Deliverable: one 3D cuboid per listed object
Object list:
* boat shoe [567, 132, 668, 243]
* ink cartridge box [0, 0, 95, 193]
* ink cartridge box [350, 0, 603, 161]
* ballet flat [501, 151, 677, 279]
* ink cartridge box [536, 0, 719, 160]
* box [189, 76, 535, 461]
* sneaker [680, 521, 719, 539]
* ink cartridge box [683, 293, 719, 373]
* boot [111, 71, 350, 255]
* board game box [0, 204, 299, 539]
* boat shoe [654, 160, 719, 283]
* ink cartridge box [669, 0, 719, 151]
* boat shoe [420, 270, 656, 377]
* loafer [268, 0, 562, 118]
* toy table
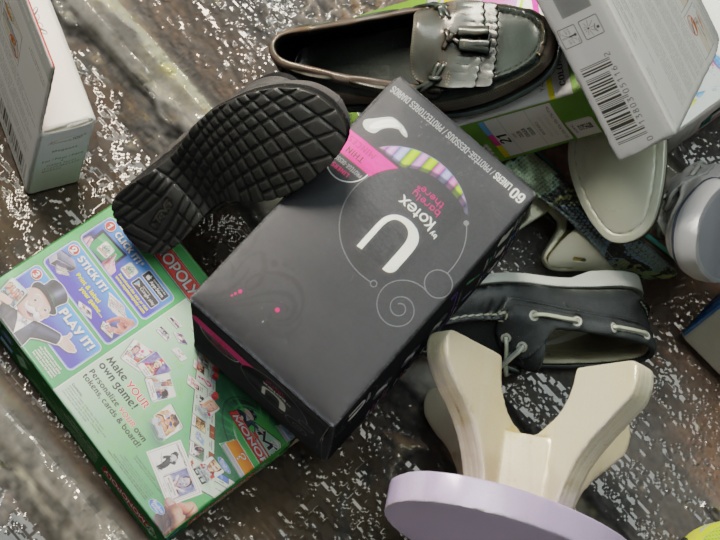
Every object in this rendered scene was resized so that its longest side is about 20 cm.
[{"bbox_3d":[0.182,-0.114,1.246,0.071,0.060,0.204,-13,74,23],"label":"boat shoe"},{"bbox_3d":[-0.223,-0.177,1.148,0.043,0.174,0.202,-16,73,-23],"label":"ink cartridge box"},{"bbox_3d":[0.062,-0.149,1.226,0.198,0.076,0.150,-15,68,17],"label":"ink cartridge box"},{"bbox_3d":[0.135,-0.040,1.276,0.199,0.074,0.074,39,61,3],"label":"ballet flat"},{"bbox_3d":[0.174,-0.185,1.181,0.161,0.047,0.200,60,28,-13],"label":"ink cartridge box"},{"bbox_3d":[0.000,0.000,1.124,0.122,0.106,0.200,39,74,8],"label":"box"},{"bbox_3d":[0.312,0.212,1.201,0.198,0.090,0.079,17,65,-9],"label":"sneaker"},{"bbox_3d":[0.345,0.017,1.300,0.116,0.067,0.200,45,61,4],"label":"ink cartridge box"},{"bbox_3d":[-0.067,-0.094,1.137,0.070,0.199,0.132,56,39,-16],"label":"boot"},{"bbox_3d":[-0.139,0.060,1.155,0.134,0.029,0.201,-34,81,-28],"label":"board game box"},{"bbox_3d":[0.241,-0.037,1.259,0.065,0.200,0.075,4,101,24],"label":"boat shoe"},{"bbox_3d":[0.253,-0.178,1.333,0.199,0.067,0.117,-35,80,-9],"label":"ink cartridge box"},{"bbox_3d":[0.116,0.041,1.220,0.198,0.076,0.061,-7,64,-20],"label":"boat shoe"},{"bbox_3d":[0.031,-0.140,1.161,0.198,0.063,0.073,-4,74,29],"label":"loafer"},{"bbox_3d":[0.105,0.125,1.134,0.200,0.182,0.118,36,58,-47],"label":"toy table"}]
